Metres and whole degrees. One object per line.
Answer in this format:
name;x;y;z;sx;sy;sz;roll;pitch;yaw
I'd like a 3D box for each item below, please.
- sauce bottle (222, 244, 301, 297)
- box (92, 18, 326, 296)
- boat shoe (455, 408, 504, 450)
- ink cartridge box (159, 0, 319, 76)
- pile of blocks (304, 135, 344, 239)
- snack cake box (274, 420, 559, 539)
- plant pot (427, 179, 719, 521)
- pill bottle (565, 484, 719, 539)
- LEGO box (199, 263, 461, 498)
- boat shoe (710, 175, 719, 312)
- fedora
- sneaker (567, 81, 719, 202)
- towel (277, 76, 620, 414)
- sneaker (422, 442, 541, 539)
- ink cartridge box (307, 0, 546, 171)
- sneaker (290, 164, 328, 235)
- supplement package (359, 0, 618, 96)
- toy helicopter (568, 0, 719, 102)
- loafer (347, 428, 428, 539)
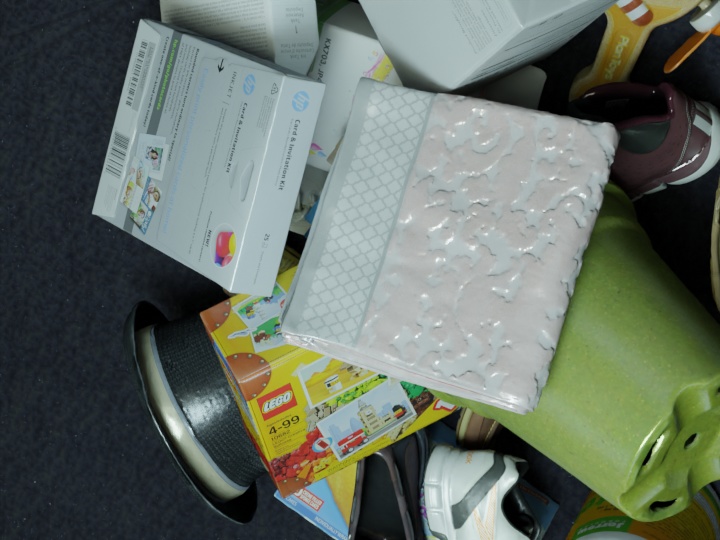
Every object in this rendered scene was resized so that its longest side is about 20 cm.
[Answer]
sauce bottle;-0.016;0.049;1.616;0.200;0.065;0.065;37;120;5
box;-0.113;-0.085;1.448;0.200;0.041;0.156;26;105;51
boat shoe;0.135;0.068;1.560;0.068;0.072;0.200;30;116;8
ink cartridge box;-0.088;-0.138;1.505;0.161;0.050;0.200;1;99;55
pile of blocks;0.000;0.000;1.504;0.062;0.082;0.200;37;142;41
snack cake box;0.046;0.187;1.649;0.200;0.067;0.115;34;121;5
plant pot;0.171;0.067;1.388;0.184;0.200;0.200;45;126;35
pill bottle;0.204;0.231;1.528;0.111;0.200;0.111;8;114;18
LEGO box;0.002;0.055;1.459;0.200;0.077;0.149;-27;140;-9
boat shoe;0.281;-0.043;1.401;0.074;0.066;0.200;-8;66;29
fedora;-0.106;0.101;1.620;0.092;0.201;0.201;-26;101;12
sneaker;0.155;-0.081;1.454;0.200;0.116;0.076;-32;56;19
towel;0.057;-0.022;1.346;0.191;0.032;0.200;15;81;22
sneaker;0.101;0.230;1.567;0.080;0.074;0.200;-2;110;19
ink cartridge box;0.028;-0.124;1.523;0.200;0.067;0.117;19;117;13
sneaker;-0.066;-0.057;1.586;0.200;0.071;0.073;14;116;16
supplement package;0.093;-0.205;1.369;0.121;0.120;0.200;63;158;3
toy helicopter;0.206;-0.182;1.439;0.132;0.079;0.200;21;129;2
loafer;0.016;0.208;1.594;0.072;0.063;0.200;8;113;18
